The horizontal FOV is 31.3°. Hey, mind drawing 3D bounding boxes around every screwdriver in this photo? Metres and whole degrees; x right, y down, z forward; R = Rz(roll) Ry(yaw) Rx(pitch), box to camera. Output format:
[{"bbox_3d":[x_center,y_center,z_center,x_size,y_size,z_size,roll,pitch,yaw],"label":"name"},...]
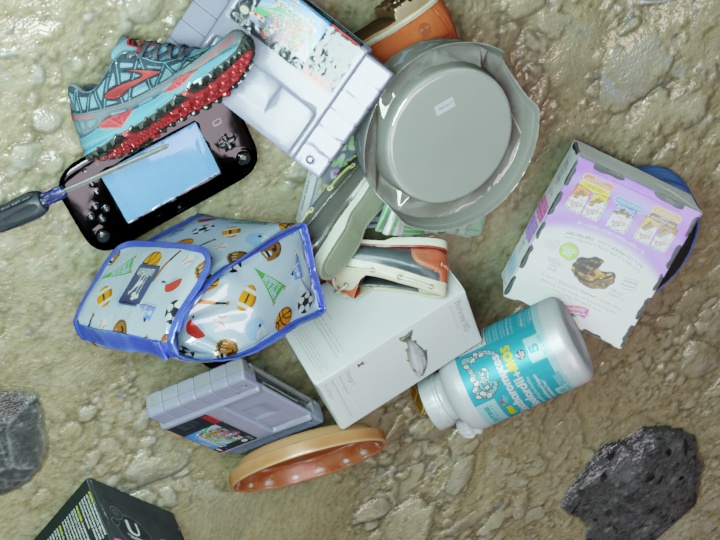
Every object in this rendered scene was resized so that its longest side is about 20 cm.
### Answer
[{"bbox_3d":[-0.274,-0.085,1.254,0.198,0.029,0.028,-24,109,6],"label":"screwdriver"}]

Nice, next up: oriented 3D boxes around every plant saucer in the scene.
[{"bbox_3d":[-0.066,0.226,1.571,0.198,0.033,0.200,-17,164,-5],"label":"plant saucer"}]

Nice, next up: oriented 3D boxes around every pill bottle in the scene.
[{"bbox_3d":[0.170,0.120,1.544,0.199,0.111,0.111,-27,135,16],"label":"pill bottle"}]

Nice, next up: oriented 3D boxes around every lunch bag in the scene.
[{"bbox_3d":[-0.165,0.023,1.279,0.199,0.169,0.125,-32,116,-39],"label":"lunch bag"}]

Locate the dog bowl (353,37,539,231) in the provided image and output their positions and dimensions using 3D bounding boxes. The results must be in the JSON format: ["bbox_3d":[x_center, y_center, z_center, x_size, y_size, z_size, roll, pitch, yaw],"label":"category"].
[{"bbox_3d":[0.082,-0.143,1.304,0.198,0.059,0.202,-12,120,-21],"label":"dog bowl"}]

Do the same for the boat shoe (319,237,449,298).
[{"bbox_3d":[0.000,0.000,1.426,0.198,0.063,0.071,-1,168,6],"label":"boat shoe"}]

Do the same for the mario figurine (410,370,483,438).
[{"bbox_3d":[0.172,0.143,1.647,0.198,0.107,0.124,-3,149,-21],"label":"mario figurine"}]

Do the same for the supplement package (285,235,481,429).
[{"bbox_3d":[0.022,0.067,1.492,0.199,0.118,0.117,-32,143,-5],"label":"supplement package"}]

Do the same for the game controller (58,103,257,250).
[{"bbox_3d":[-0.204,-0.102,1.303,0.199,0.042,0.105,-30,132,-8],"label":"game controller"}]

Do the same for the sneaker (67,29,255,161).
[{"bbox_3d":[-0.193,-0.183,1.194,0.199,0.096,0.079,-27,176,15],"label":"sneaker"}]

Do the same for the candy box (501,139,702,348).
[{"bbox_3d":[0.289,-0.031,1.567,0.167,0.072,0.201,24,112,-8],"label":"candy box"}]

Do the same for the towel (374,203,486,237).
[{"bbox_3d":[0.104,-0.105,1.431,0.199,0.023,0.154,-3,119,-53],"label":"towel"}]

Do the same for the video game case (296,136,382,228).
[{"bbox_3d":[0.039,-0.129,1.433,0.198,0.023,0.183,-1,123,-29],"label":"video game case"}]

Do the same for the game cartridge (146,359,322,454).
[{"bbox_3d":[-0.141,0.162,1.467,0.129,0.039,0.200,-26,152,14],"label":"game cartridge"}]

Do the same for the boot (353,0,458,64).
[{"bbox_3d":[0.018,-0.200,1.313,0.199,0.075,0.108,-35,114,-5],"label":"boot"}]

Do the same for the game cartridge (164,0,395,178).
[{"bbox_3d":[-0.079,-0.200,1.224,0.199,0.038,0.130,38,108,2],"label":"game cartridge"}]

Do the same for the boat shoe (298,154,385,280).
[{"bbox_3d":[-0.004,-0.087,1.374,0.202,0.060,0.072,-54,153,-11],"label":"boat shoe"}]

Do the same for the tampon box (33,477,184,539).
[{"bbox_3d":[-0.317,0.379,1.533,0.200,0.126,0.150,-48,133,9],"label":"tampon box"}]

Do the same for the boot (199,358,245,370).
[{"bbox_3d":[-0.198,0.051,1.397,0.074,0.076,0.199,-47,131,12],"label":"boot"}]

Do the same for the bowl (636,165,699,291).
[{"bbox_3d":[0.353,-0.038,1.666,0.199,0.039,0.202,-15,129,-19],"label":"bowl"}]
